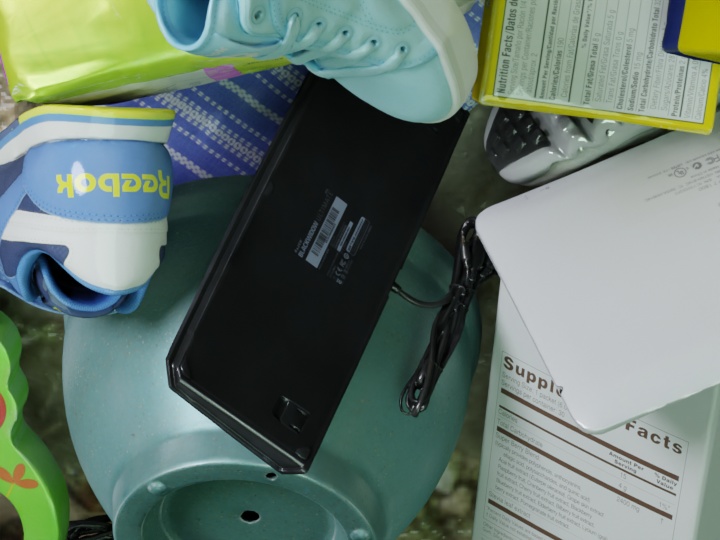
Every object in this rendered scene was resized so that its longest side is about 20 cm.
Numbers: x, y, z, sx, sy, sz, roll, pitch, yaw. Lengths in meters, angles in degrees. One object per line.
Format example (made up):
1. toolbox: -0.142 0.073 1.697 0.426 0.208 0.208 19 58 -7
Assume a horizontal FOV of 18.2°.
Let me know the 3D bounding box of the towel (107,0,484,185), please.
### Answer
1. towel: -0.023 -0.088 1.020 0.145 0.024 0.200 35 114 -26

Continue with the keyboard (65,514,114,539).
1. keyboard: -0.092 0.146 1.174 0.199 0.040 0.104 -5 147 -3

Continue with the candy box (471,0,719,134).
1. candy box: 0.110 -0.162 0.929 0.102 0.026 0.201 8 96 -8

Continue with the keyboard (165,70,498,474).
1. keyboard: 0.000 0.000 0.969 0.127 0.200 0.021 37 148 -19

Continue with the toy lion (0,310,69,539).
1. toy lion: -0.223 0.084 1.081 0.200 0.069 0.192 36 110 -9

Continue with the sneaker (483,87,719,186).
1. sneaker: 0.148 -0.093 1.003 0.200 0.075 0.081 -34 134 11

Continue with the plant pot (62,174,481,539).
1. plant pot: -0.047 0.073 1.031 0.200 0.134 0.201 3 136 3

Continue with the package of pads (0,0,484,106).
1. package of pads: -0.059 -0.154 0.911 0.199 0.068 0.155 -12 95 4

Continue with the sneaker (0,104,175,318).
1. sneaker: -0.134 -0.016 0.970 0.074 0.200 0.082 -3 82 -22

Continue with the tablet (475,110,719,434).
1. tablet: 0.160 -0.017 0.946 0.200 0.130 0.014 -23 141 -1

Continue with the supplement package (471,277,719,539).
1. supplement package: 0.137 0.067 1.044 0.120 0.121 0.200 26 127 31

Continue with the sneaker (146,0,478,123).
1. sneaker: -0.038 -0.100 0.812 0.074 0.082 0.200 -2 146 49

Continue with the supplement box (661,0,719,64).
1. supplement box: 0.219 -0.123 0.847 0.109 0.200 0.110 8 94 -27
